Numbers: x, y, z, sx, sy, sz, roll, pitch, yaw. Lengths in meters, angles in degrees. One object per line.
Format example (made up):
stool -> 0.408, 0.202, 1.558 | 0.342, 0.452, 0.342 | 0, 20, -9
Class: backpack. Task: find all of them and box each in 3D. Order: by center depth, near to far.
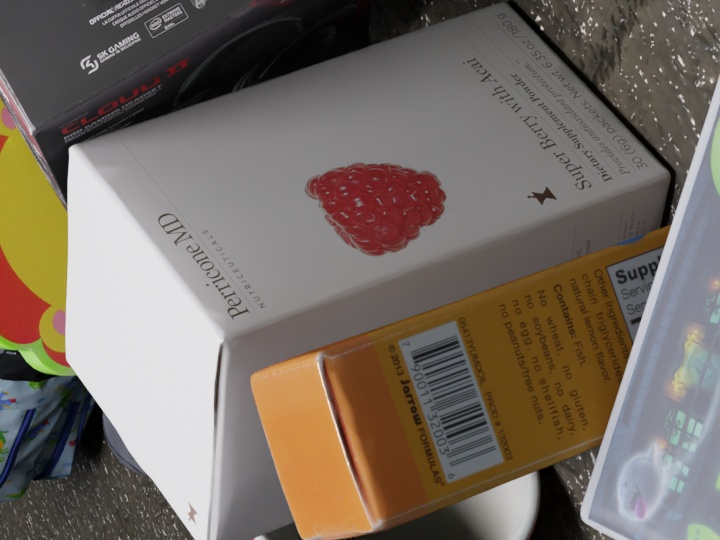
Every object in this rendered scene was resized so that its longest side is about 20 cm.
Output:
backpack -> -0.223, 0.056, 1.735 | 0.163, 0.153, 0.200 | 51, 127, 31

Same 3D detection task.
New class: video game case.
video game case -> 0.156, 0.012, 0.932 | 0.182, 0.023, 0.201 | 23, 98, 55

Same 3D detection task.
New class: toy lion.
toy lion -> -0.099, -0.059, 1.285 | 0.069, 0.191, 0.201 | 179, 83, -71

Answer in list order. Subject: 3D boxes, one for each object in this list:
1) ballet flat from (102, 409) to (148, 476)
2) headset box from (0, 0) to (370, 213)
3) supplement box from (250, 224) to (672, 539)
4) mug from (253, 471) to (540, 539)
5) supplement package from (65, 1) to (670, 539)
ballet flat -> -0.014, 0.053, 1.239 | 0.073, 0.199, 0.074 | -2, -90, -80
headset box -> -0.075, -0.103, 1.154 | 0.077, 0.148, 0.200 | 59, 174, 6
supplement box -> 0.067, 0.032, 1.040 | 0.066, 0.199, 0.069 | -21, 87, 64
mug -> -0.016, 0.149, 1.345 | 0.201, 0.176, 0.134 | 95, 179, -50
supplement package -> 0.000, 0.000, 1.152 | 0.121, 0.199, 0.120 | 49, 148, 36
